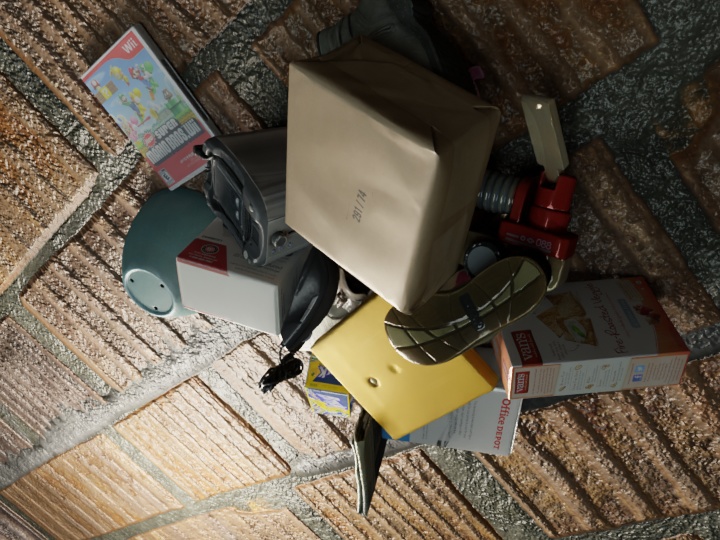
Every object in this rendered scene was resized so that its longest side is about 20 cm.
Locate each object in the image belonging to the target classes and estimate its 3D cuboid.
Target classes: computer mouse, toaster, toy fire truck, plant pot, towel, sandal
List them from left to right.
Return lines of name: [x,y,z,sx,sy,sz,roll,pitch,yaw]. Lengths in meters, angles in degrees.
plant pot: [-0.289,-0.008,0.995,0.197,0.135,0.202,13,130,16]
toaster: [-0.114,-0.104,0.806,0.200,0.128,0.115,48,143,36]
computer mouse: [-0.062,0.061,0.819,0.045,0.140,0.203,22,93,7]
towel: [0.016,0.249,1.011,0.034,0.194,0.202,7,130,12]
sandal: [0.115,0.045,0.696,0.198,0.054,0.081,-29,78,30]
toy fire truck: [0.156,-0.089,0.707,0.174,0.128,0.203,20,106,27]

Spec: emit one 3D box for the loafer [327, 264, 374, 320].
loafer: [0.000,0.000,0.808,0.072,0.063,0.200,40,126,0]

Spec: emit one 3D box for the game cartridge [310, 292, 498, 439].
game cartridge: [0.049,0.116,0.817,0.177,0.032,0.200,47,132,-4]

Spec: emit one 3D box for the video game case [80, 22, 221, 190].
video game case: [-0.288,-0.222,0.906,0.142,0.018,0.201,-21,114,36]

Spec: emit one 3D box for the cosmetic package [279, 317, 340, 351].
cosmetic package: [-0.028,0.057,0.951,0.197,0.088,0.105,0,124,27]

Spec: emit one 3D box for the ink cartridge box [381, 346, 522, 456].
ink cartridge box: [0.133,0.189,0.961,0.196,0.086,0.148,5,128,8]

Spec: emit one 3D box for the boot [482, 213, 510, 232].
boot: [0.166,-0.003,0.833,0.075,0.074,0.201,39,125,8]

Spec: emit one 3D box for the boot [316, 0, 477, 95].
boot: [0.035,-0.206,0.681,0.130,0.067,0.202,-36,70,33]

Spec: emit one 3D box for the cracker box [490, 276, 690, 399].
cracker box: [0.256,0.075,0.755,0.196,0.135,0.058,-6,127,0]

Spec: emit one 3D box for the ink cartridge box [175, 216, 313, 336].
ink cartridge box: [-0.130,-0.022,0.864,0.142,0.201,0.085,15,128,14]

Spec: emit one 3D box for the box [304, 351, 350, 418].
box: [-0.044,0.179,1.007,0.069,0.065,0.201,8,157,3]

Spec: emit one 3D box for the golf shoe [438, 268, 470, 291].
golf shoe: [0.098,0.063,0.834,0.074,0.092,0.202,4,132,-21]

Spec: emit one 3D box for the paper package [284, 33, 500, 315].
paper package: [0.019,-0.095,0.639,0.190,0.103,0.202,36,141,24]

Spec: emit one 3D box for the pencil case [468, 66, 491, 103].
pencil case: [0.047,-0.174,0.742,0.197,0.088,0.088,-7,123,29]
